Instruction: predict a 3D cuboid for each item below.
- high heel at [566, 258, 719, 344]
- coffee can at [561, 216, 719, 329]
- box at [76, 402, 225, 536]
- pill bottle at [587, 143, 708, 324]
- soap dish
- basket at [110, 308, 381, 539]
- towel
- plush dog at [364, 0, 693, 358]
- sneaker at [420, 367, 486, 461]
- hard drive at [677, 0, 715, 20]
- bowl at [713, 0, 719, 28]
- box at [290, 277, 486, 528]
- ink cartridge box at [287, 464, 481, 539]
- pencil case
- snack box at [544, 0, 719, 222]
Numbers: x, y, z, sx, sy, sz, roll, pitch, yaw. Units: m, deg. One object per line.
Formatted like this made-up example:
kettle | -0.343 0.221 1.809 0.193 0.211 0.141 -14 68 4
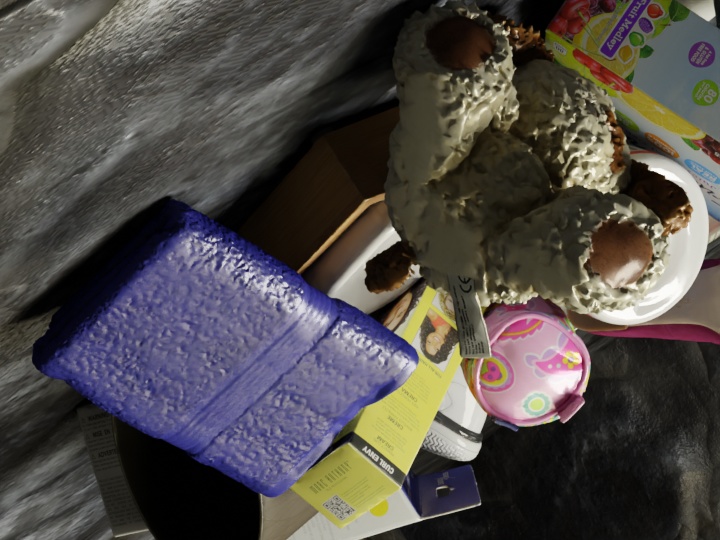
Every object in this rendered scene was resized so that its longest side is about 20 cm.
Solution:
high heel | 0.240 0.018 1.405 0.198 0.068 0.096 4 -173 11
coffee can | 0.185 -0.047 1.637 0.199 0.147 0.146 -32 170 -9
box | -0.103 0.121 1.573 0.112 0.102 0.200 -15 -178 35
pill bottle | 0.130 -0.041 1.364 0.112 0.113 0.200 -30 -155 -17
soap dish | -0.001 -0.031 1.318 0.157 0.082 0.200 -24 167 -41
basket | -0.053 0.099 1.435 0.135 0.182 0.199 -9 -171 44
towel | -0.082 0.047 1.244 0.199 0.050 0.148 32 116 -32
plush dog | 0.093 -0.057 1.184 0.172 0.200 0.160 -33 172 -45
sneaker | 0.025 0.065 1.676 0.116 0.199 0.075 -65 173 6
hard drive | 0.202 -0.169 1.458 0.200 0.026 0.132 -40 168 31
bowl | 0.309 -0.193 1.359 0.201 0.105 0.201 -44 158 -23
box | 0.023 0.075 1.371 0.075 0.050 0.200 -40 -164 43
ink cartridge box | -0.013 0.171 1.553 0.199 0.047 0.198 -19 -178 1
pencil case | 0.110 0.049 1.458 0.087 0.088 0.200 -34 -167 4
snack box | 0.212 -0.100 1.307 0.068 0.199 0.169 -54 173 -6
